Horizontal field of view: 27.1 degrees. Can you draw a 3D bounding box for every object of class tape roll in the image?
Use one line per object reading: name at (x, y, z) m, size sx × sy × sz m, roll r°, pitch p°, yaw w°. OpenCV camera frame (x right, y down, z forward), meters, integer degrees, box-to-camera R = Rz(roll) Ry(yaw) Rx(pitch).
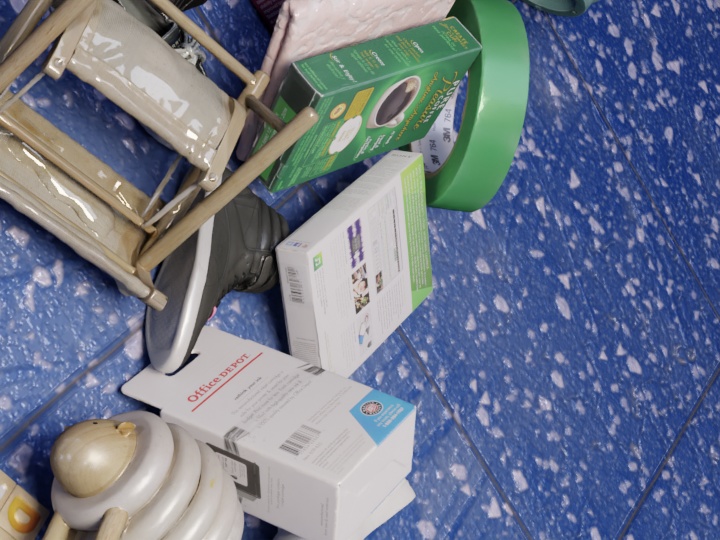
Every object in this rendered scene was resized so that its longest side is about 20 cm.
tape roll at (0.093, -0.156, 1.380) m, size 0.048 × 0.200 × 0.201 m, roll 7°, pitch 66°, yaw -18°

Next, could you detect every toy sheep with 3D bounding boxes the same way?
toy sheep at (-0.147, 0.175, 1.045) m, size 0.200 × 0.138 × 0.138 m, roll 56°, pitch 41°, yaw -36°

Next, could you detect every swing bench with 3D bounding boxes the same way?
swing bench at (-0.180, -0.113, 1.108) m, size 0.199 × 0.130 × 0.200 m, roll 40°, pitch 92°, yaw -30°

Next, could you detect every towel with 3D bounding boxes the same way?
towel at (-0.006, -0.181, 1.279) m, size 0.200 × 0.191 × 0.032 m, roll -26°, pitch 64°, yaw -36°

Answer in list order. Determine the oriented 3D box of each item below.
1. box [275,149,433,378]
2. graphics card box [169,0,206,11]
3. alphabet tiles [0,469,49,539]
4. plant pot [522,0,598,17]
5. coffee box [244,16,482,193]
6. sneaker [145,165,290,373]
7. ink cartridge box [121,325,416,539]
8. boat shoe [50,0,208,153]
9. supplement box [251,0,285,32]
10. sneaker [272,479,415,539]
box at (0.000, 0.000, 1.293) m, size 0.200 × 0.036 × 0.145 m, roll -41°, pitch 134°, yaw -47°
graphics card box at (-0.172, -0.317, 1.179) m, size 0.200 × 0.125 × 0.051 m, roll 47°, pitch 35°, yaw 7°
alphabet tiles at (-0.289, 0.185, 0.977) m, size 0.200 × 0.006 × 0.167 m, roll 47°, pitch 45°, yaw -23°
plant pot at (0.222, -0.364, 1.634) m, size 0.200 × 0.200 × 0.134 m, roll 35°, pitch 78°, yaw -32°
coffee box at (0.003, -0.142, 1.265) m, size 0.200 × 0.123 × 0.044 m, roll -24°, pitch 66°, yaw -40°
sneaker at (-0.107, 0.007, 1.195) m, size 0.099 × 0.071 × 0.200 m, roll 31°, pitch 49°, yaw -28°
ink cartridge box at (-0.072, 0.123, 1.141) m, size 0.116 × 0.200 × 0.067 m, roll -39°, pitch 141°, yaw -47°
boat shoe at (-0.163, -0.175, 1.215) m, size 0.199 × 0.068 × 0.074 m, roll 52°, pitch 44°, yaw -18°
supplement box at (-0.043, -0.300, 1.370) m, size 0.200 × 0.103 × 0.131 m, roll 54°, pitch 44°, yaw -15°
sneaker at (-0.039, 0.172, 1.206) m, size 0.200 × 0.074 × 0.116 m, roll -27°, pitch 93°, yaw -58°
